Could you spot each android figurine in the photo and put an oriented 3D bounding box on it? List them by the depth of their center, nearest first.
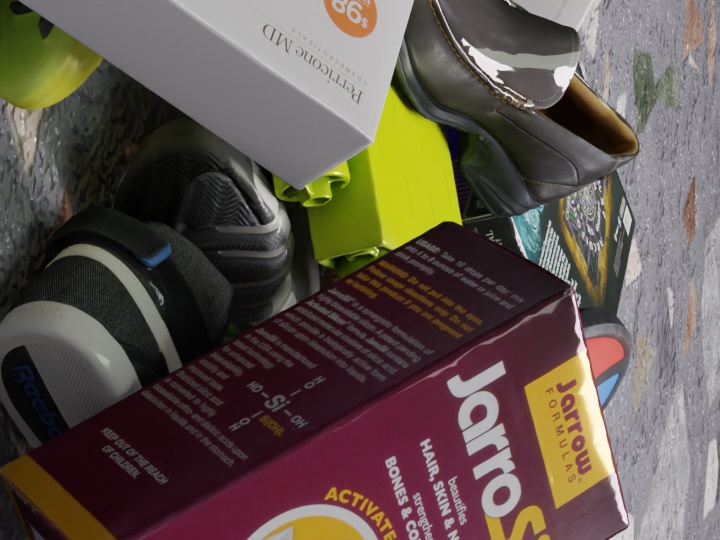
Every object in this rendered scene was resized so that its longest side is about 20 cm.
[{"bbox_3d":[0.003,-0.055,0.972,0.182,0.041,0.202,24,52,-68],"label":"android figurine"}]

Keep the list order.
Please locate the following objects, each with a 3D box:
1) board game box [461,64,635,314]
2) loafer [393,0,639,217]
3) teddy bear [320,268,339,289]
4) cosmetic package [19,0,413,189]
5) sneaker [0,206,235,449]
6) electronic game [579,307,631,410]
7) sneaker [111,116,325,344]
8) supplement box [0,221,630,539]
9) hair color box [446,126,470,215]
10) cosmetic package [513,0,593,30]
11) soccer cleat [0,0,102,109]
[{"bbox_3d":[0.100,-0.025,1.189,0.200,0.028,0.136,-69,142,-55],"label":"board game box"},{"bbox_3d":[0.060,-0.094,0.994,0.200,0.072,0.073,45,37,-56],"label":"loafer"},{"bbox_3d":[0.000,0.000,1.112,0.145,0.066,0.202,-122,-149,-75],"label":"teddy bear"},{"bbox_3d":[-0.066,-0.145,0.793,0.199,0.052,0.152,33,54,-24],"label":"cosmetic package"},{"bbox_3d":[-0.073,0.065,0.908,0.112,0.072,0.201,-63,147,-46],"label":"sneaker"},{"bbox_3d":[0.039,0.089,0.996,0.199,0.042,0.200,-35,159,-15],"label":"electronic game"},{"bbox_3d":[-0.054,-0.030,0.981,0.201,0.074,0.116,78,16,-56],"label":"sneaker"},{"bbox_3d":[-0.012,0.082,0.829,0.199,0.086,0.111,-29,120,-20],"label":"supplement box"},{"bbox_3d":[0.060,-0.054,1.231,0.109,0.064,0.202,31,48,-65],"label":"hair color box"},{"bbox_3d":[0.068,-0.175,1.129,0.201,0.084,0.108,-81,-165,-52],"label":"cosmetic package"},{"bbox_3d":[-0.084,-0.132,0.862,0.084,0.064,0.201,46,43,-37],"label":"soccer cleat"}]
